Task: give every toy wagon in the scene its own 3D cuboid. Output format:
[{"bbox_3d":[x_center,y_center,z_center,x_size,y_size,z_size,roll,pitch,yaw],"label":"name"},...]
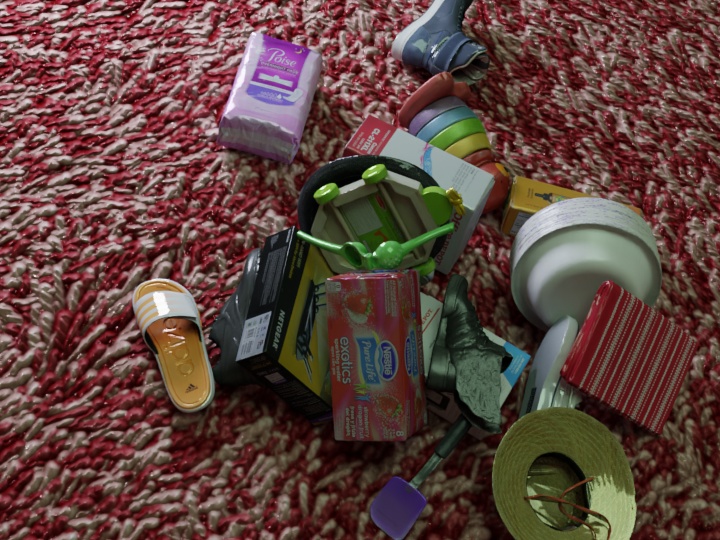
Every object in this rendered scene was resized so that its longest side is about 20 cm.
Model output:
[{"bbox_3d":[0.040,-0.059,1.500,0.199,0.155,0.040,-20,24,20],"label":"toy wagon"}]

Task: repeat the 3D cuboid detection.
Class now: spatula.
[{"bbox_3d":[0.087,0.236,1.455,0.056,0.021,0.200,36,70,14],"label":"spatula"}]

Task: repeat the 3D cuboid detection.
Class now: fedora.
[{"bbox_3d":[0.021,-0.084,1.567,0.200,0.201,0.092,18,31,0],"label":"fedora"}]

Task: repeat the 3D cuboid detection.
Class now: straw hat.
[{"bbox_3d":[0.235,0.274,1.459,0.200,0.085,0.202,5,71,-14],"label":"straw hat"}]

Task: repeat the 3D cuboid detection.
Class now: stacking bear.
[{"bbox_3d":[0.151,-0.175,1.766,0.200,0.114,0.121,59,19,16],"label":"stacking bear"}]

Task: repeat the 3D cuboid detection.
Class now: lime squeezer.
[{"bbox_3d":[0.013,-0.032,1.454,0.199,0.038,0.071,-3,55,12],"label":"lime squeezer"}]

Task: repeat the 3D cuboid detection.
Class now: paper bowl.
[{"bbox_3d":[0.301,0.011,1.591,0.200,0.201,0.105,11,39,-5],"label":"paper bowl"}]

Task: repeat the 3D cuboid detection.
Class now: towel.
[{"bbox_3d":[0.352,0.116,1.547,0.200,0.022,0.145,31,81,-32],"label":"towel"}]

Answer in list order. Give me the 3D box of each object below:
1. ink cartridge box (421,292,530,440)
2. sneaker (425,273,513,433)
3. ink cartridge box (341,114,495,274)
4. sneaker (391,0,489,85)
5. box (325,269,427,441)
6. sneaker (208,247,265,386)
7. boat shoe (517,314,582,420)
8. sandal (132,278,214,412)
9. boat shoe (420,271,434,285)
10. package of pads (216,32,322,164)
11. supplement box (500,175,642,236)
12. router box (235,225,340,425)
[{"bbox_3d":[0.105,0.116,1.557,0.200,0.068,0.116,31,53,9],"label":"ink cartridge box"},{"bbox_3d":[0.144,0.101,1.493,0.104,0.060,0.200,12,58,6],"label":"sneaker"},{"bbox_3d":[0.069,-0.105,1.664,0.200,0.146,0.083,27,50,8],"label":"ink cartridge box"},{"bbox_3d":[0.166,-0.382,1.933,0.146,0.077,0.202,29,61,23],"label":"sneaker"},{"bbox_3d":[0.021,0.101,1.449,0.095,0.201,0.100,-2,5,19],"label":"box"},{"bbox_3d":[-0.151,0.059,1.526,0.091,0.076,0.201,-12,52,24],"label":"sneaker"},{"bbox_3d":[0.256,0.159,1.538,0.066,0.072,0.201,23,70,-14],"label":"boat shoe"},{"bbox_3d":[-0.233,0.080,1.495,0.079,0.059,0.207,-22,57,-9],"label":"sandal"},{"bbox_3d":[0.000,0.000,1.630,0.199,0.072,0.062,11,69,5],"label":"boat shoe"},{"bbox_3d":[-0.133,-0.257,1.778,0.120,0.076,0.200,16,52,-4],"label":"package of pads"},{"bbox_3d":[0.310,-0.074,1.753,0.199,0.069,0.067,16,51,-3],"label":"supplement box"},{"bbox_3d":[-0.071,0.069,1.503,0.157,0.052,0.200,44,41,-36],"label":"router box"}]
